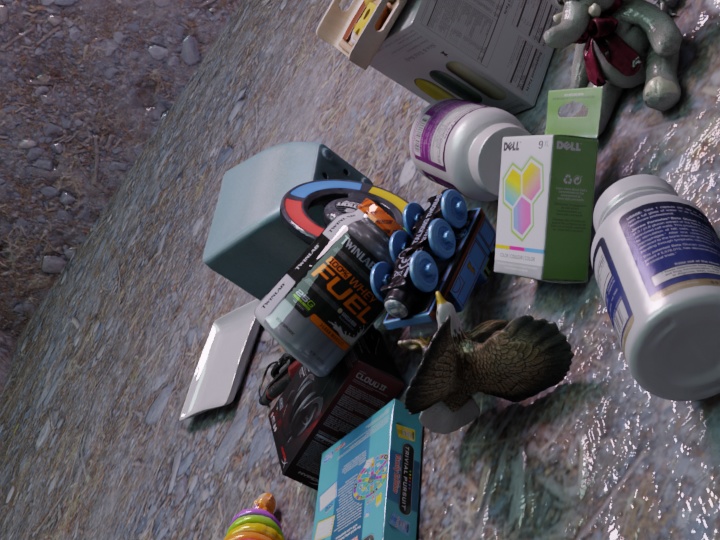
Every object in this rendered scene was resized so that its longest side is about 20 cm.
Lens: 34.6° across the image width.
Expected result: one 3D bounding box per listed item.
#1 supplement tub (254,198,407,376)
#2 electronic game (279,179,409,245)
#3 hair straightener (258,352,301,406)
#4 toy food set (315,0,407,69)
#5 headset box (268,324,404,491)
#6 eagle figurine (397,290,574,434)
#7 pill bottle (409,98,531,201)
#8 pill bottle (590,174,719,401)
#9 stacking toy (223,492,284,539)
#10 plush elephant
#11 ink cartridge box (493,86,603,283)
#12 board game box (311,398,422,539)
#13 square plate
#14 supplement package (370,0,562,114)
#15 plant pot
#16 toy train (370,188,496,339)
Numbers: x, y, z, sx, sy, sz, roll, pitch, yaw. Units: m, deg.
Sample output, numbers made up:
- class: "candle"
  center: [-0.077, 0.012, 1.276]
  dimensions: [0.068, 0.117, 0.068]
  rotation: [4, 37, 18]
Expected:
- class: "supplement tub"
  center: [-0.024, 0.018, 1.400]
  dimensions: [0.200, 0.122, 0.122]
  rotation: [-49, 23, -1]
- class: "electronic game"
  center: [-0.011, -0.073, 1.564]
  dimensions: [0.201, 0.197, 0.042]
  rotation: [-103, 21, -58]
- class: "hair straightener"
  center: [-0.096, 0.139, 1.706]
  dimensions: [0.200, 0.041, 0.078]
  rotation: [-48, 25, 40]
- class: "toy food set"
  center: [0.004, -0.346, 1.480]
  dimensions: [0.144, 0.060, 0.200]
  rotation: [-58, 21, 10]
- class: "headset box"
  center: [-0.029, 0.158, 1.477]
  dimensions: [0.201, 0.077, 0.149]
  rotation: [-57, 22, 14]
- class: "eagle figurine"
  center: [0.105, 0.092, 1.164]
  dimensions: [0.152, 0.151, 0.200]
  rotation: [-51, 15, -4]
- class: "pill bottle"
  center: [0.142, -0.147, 1.414]
  dimensions: [0.113, 0.112, 0.200]
  rotation: [-60, 23, 3]
- class: "pill bottle"
  center: [0.259, 0.005, 0.985]
  dimensions: [0.111, 0.110, 0.201]
  rotation: [-49, 26, 27]
- class: "stacking toy"
  center: [-0.134, 0.348, 1.478]
  dimensions: [0.117, 0.109, 0.201]
  rotation: [-54, 12, 23]
- class: "plush elephant"
  center: [0.259, -0.265, 1.238]
  dimensions: [0.164, 0.154, 0.202]
  rotation: [-9, 56, 62]
- class: "ink cartridge box"
  center: [0.194, -0.092, 1.209]
  dimensions: [0.104, 0.059, 0.203]
  rotation: [-167, 81, -67]
- class: "board game box"
  center: [0.005, 0.269, 1.313]
  dimensions: [0.151, 0.047, 0.202]
  rotation: [-42, 30, 39]
- class: "square plate"
  center: [-0.233, 0.157, 1.980]
  dimensions: [0.199, 0.028, 0.200]
  rotation: [-26, 42, 55]
- class: "supplement package"
  center: [0.132, -0.309, 1.505]
  dimensions: [0.151, 0.199, 0.152]
  rotation: [-13, 53, 61]
- class: "plant pot"
  center: [-0.089, -0.079, 1.744]
  dimensions: [0.199, 0.195, 0.198]
  rotation: [-33, 35, 37]
- class: "toy train"
  center: [0.087, -0.004, 1.316]
  dimensions: [0.086, 0.115, 0.201]
  rotation: [-16, 33, 39]
